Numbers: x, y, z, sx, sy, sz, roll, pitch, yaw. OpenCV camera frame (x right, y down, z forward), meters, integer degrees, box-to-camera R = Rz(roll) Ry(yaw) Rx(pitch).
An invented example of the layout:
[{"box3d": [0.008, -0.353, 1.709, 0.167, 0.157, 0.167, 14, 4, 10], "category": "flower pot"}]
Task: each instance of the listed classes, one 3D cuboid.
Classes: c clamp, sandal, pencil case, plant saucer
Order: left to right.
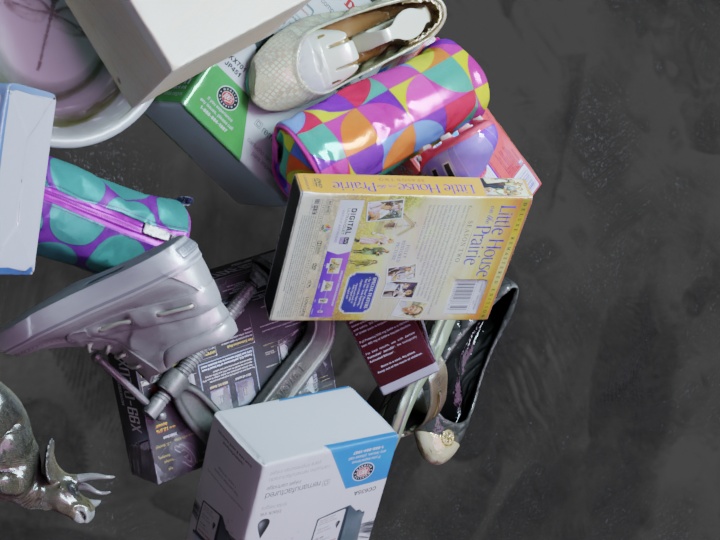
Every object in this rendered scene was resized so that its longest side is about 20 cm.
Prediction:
[{"box3d": [-0.245, -0.198, 1.239, 0.200, 0.050, 0.200, -4, 96, -37], "category": "plant saucer"}, {"box3d": [-0.229, -0.045, 1.238, 0.200, 0.092, 0.085, 20, 73, -38], "category": "pencil case"}, {"box3d": [-0.107, 0.066, 1.322, 0.200, 0.027, 0.171, -47, 120, -22], "category": "c clamp"}, {"box3d": [0.016, -0.126, 1.315, 0.200, 0.088, 0.088, -31, 112, -28], "category": "pencil case"}, {"box3d": [0.058, 0.109, 1.479, 0.057, 0.080, 0.201, 35, 72, -17], "category": "sandal"}]

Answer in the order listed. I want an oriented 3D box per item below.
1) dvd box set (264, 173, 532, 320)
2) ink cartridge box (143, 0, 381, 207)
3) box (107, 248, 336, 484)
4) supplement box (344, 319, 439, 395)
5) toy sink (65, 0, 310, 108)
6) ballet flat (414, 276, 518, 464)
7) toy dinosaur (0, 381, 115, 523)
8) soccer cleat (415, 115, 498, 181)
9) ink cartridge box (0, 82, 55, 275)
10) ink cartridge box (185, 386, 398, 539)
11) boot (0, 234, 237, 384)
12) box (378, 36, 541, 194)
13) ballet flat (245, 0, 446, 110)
[{"box3d": [0.030, -0.017, 1.294, 0.200, 0.029, 0.146, 0, 134, -17], "category": "dvd box set"}, {"box3d": [-0.077, -0.176, 1.349, 0.147, 0.083, 0.200, 43, 68, -32], "category": "ink cartridge box"}, {"box3d": [-0.119, 0.079, 1.363, 0.200, 0.050, 0.158, -19, 106, -35], "category": "box"}, {"box3d": [0.000, 0.000, 1.401, 0.061, 0.109, 0.200, -25, 116, 5], "category": "supplement box"}, {"box3d": [-0.119, -0.236, 1.213, 0.200, 0.112, 0.130, -34, 95, -27], "category": "toy sink"}, {"box3d": [0.101, 0.095, 1.529, 0.066, 0.057, 0.200, 23, 80, -36], "category": "ballet flat"}, {"box3d": [-0.296, 0.135, 1.233, 0.102, 0.077, 0.200, -48, 116, -37], "category": "toy dinosaur"}, {"box3d": [0.074, -0.066, 1.336, 0.067, 0.200, 0.076, -30, 83, -32], "category": "soccer cleat"}, {"box3d": [-0.332, -0.073, 1.121, 0.076, 0.200, 0.137, 10, 87, -72], "category": "ink cartridge box"}, {"box3d": [-0.066, 0.213, 1.349, 0.146, 0.086, 0.200, -8, 123, -37], "category": "ink cartridge box"}, {"box3d": [-0.193, 0.051, 1.215, 0.096, 0.200, 0.074, 62, 27, -11], "category": "boot"}, {"box3d": [0.064, -0.115, 1.455, 0.200, 0.095, 0.103, 49, 66, -30], "category": "box"}, {"box3d": [-0.009, -0.193, 1.307, 0.200, 0.062, 0.067, -32, 109, -32], "category": "ballet flat"}]
